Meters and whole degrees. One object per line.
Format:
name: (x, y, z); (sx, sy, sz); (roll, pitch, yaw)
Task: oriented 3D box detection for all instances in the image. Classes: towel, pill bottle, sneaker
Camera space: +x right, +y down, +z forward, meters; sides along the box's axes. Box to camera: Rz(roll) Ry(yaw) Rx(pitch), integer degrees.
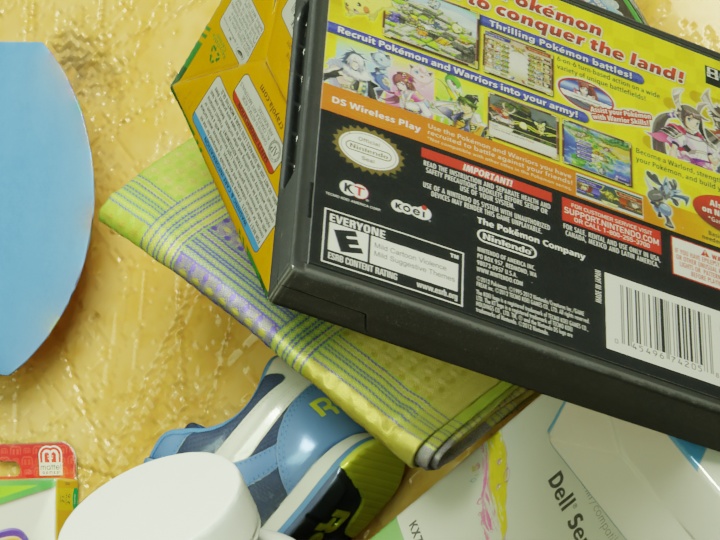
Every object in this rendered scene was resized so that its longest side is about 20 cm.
towel: (0.000, 0.000, 1.076); (0.200, 0.143, 0.023); (37, 137, 20)
pill bottle: (-0.051, 0.180, 1.029); (0.112, 0.112, 0.201); (-12, 116, 20)
sneaker: (-0.072, 0.121, 1.117); (0.200, 0.074, 0.082); (-41, 65, 7)

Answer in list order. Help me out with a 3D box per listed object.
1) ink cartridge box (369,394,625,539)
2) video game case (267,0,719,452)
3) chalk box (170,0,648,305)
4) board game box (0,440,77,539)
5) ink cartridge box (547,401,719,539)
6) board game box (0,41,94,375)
ink cartridge box: (0.093, 0.115, 1.011); (0.200, 0.067, 0.117); (-42, 43, 18)
video game case: (0.067, -0.033, 0.896); (0.026, 0.199, 0.181); (126, 156, -45)
chalk box: (0.046, -0.070, 1.034); (0.124, 0.199, 0.125); (-54, 49, 38)
board game box: (-0.181, 0.183, 1.177); (0.095, 0.030, 0.201); (-3, 80, 21)
ink cartridge box: (0.187, 0.051, 0.948); (0.116, 0.199, 0.067); (51, 146, 24)
board game box: (-0.204, -0.032, 1.206); (0.199, 0.039, 0.159); (3, 90, 28)
